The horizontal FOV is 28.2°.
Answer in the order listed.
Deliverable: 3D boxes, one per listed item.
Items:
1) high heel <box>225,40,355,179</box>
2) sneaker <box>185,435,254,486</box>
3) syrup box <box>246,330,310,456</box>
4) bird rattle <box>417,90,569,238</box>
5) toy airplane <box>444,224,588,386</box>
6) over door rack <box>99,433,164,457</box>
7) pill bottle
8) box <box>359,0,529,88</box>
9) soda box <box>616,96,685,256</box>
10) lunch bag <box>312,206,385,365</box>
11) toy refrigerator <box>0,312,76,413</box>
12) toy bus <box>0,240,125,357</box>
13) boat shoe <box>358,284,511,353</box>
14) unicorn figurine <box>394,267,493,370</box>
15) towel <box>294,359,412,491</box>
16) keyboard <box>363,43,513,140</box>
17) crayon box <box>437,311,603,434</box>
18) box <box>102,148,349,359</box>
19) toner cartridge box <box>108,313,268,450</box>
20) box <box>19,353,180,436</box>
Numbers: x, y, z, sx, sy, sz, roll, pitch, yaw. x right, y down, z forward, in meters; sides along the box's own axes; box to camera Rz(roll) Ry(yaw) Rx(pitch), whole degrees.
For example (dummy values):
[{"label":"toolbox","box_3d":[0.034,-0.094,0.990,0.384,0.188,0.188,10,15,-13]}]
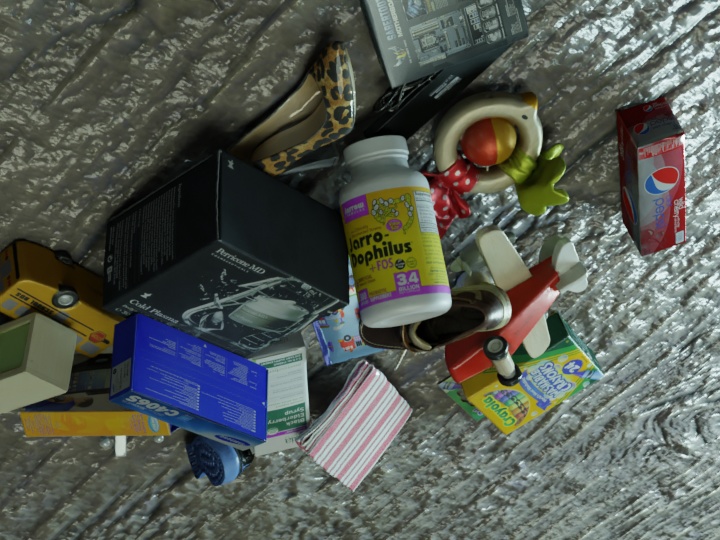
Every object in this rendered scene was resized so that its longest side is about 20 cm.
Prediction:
[{"label":"high heel","box_3d":[-0.082,-0.163,1.529,0.142,0.072,0.201,-12,147,-19]},{"label":"sneaker","box_3d":[-0.174,0.236,1.871,0.077,0.071,0.200,-19,-179,-18]},{"label":"syrup box","box_3d":[-0.112,0.144,1.838,0.078,0.082,0.201,-11,136,-10]},{"label":"bird rattle","box_3d":[0.140,-0.135,1.660,0.198,0.113,0.164,-4,126,1]},{"label":"toy airplane","box_3d":[0.181,0.029,1.747,0.198,0.141,0.201,-9,119,-45]},{"label":"over door rack","box_3d":[-0.243,0.188,1.753,0.147,0.200,0.067,-5,104,-17]},{"label":"pill bottle","box_3d":[0.034,-0.044,1.593,0.103,0.202,0.104,-11,170,-2]},{"label":"box","box_3d":[0.072,-0.300,1.440,0.157,0.051,0.201,-21,127,0]},{"label":"soda box","box_3d":[0.358,-0.113,1.758,0.063,0.070,0.201,-17,139,-2]},{"label":"lunch bag","box_3d":[0.000,0.000,1.734,0.149,0.094,0.201,-15,130,3]},{"label":"toy refrigerator","box_3d":[-0.421,0.115,1.639,0.199,0.076,0.070,-18,144,35]},{"label":"toy bus","box_3d":[-0.332,0.041,1.654,0.078,0.065,0.200,-37,136,19]},{"label":"boat shoe","box_3d":[0.073,0.059,1.656,0.199,0.073,0.072,-7,-170,32]},{"label":"unicorn figurine","box_3d":[0.132,0.053,1.856,0.137,0.074,0.200,27,104,-39]},{"label":"towel","box_3d":[-0.005,0.210,1.929,0.147,0.030,0.200,-51,150,-7]},{"label":"keyboard","box_3d":[0.080,-0.217,1.579,0.200,0.040,0.104,-42,158,21]},{"label":"crayon box","box_3d":[0.225,0.154,2.005,0.199,0.052,0.126,-32,137,14]},{"label":"box","box_3d":[-0.148,-0.010,1.593,0.196,0.125,0.199,-29,140,35]},{"label":"toner cartridge box","box_3d":[-0.190,0.128,1.611,0.043,0.096,0.199,-24,143,37]},{"label":"box","box_3d":[-0.282,0.143,1.667,0.198,0.119,0.042,-3,121,10]}]
